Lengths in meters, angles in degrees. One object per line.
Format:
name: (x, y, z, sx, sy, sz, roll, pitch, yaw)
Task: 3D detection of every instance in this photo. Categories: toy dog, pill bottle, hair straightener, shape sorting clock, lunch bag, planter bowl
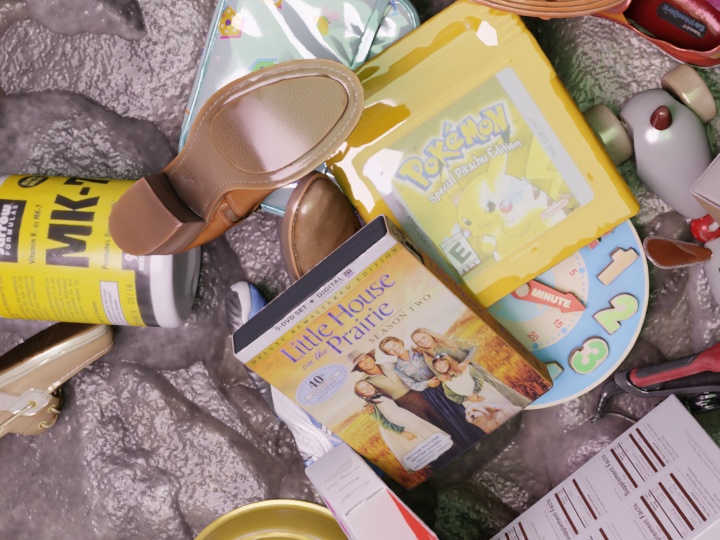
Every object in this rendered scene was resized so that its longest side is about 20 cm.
toy dog: (0.252, -0.064, 0.933, 0.200, 0.096, 0.132, 39, 98, 0)
pill bottle: (-0.233, -0.017, 0.970, 0.200, 0.114, 0.114, 3, 96, 4)
hair straightener: (0.267, 0.095, 0.942, 0.200, 0.041, 0.077, -22, 113, 33)
shape sorting clock: (0.125, 0.012, 0.981, 0.200, 0.039, 0.200, 0, 96, 5)
lunch bag: (-0.042, -0.141, 0.956, 0.160, 0.077, 0.200, 20, 102, 3)
planter bowl: (-0.066, 0.293, 1.004, 0.200, 0.083, 0.201, 1, 96, 5)

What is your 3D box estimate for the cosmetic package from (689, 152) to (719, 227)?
cosmetic package: (0.336, -0.027, 0.892, 0.105, 0.071, 0.200, -48, 122, 0)

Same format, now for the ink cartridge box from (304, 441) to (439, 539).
ink cartridge box: (0.048, 0.239, 0.917, 0.044, 0.174, 0.200, -34, 112, -9)

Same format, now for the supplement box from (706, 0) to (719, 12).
supplement box: (0.277, -0.242, 0.870, 0.200, 0.131, 0.103, 37, 123, -7)

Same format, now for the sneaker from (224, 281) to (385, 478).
sneaker: (-0.039, 0.088, 0.992, 0.077, 0.076, 0.200, -33, 102, 1)

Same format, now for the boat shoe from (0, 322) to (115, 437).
boat shoe: (-0.277, 0.103, 1.014, 0.200, 0.074, 0.066, -30, 105, 9)

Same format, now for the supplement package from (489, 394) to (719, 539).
supplement package: (0.228, 0.244, 0.916, 0.200, 0.147, 0.191, -40, 112, 8)

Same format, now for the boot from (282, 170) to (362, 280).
boot: (0.000, 0.000, 0.916, 0.075, 0.200, 0.074, 20, 64, 29)

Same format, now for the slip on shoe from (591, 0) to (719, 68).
slip on shoe: (0.197, -0.217, 0.940, 0.200, 0.061, 0.074, 31, 99, 4)

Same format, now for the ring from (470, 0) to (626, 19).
ring: (0.116, -0.245, 0.903, 0.200, 0.201, 0.019, 15, 141, 3)

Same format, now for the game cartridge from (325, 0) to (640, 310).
game cartridge: (0.077, -0.080, 0.907, 0.176, 0.032, 0.200, -33, 99, 9)

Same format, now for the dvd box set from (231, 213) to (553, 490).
dvd box set: (0.027, 0.066, 0.908, 0.146, 0.029, 0.200, -38, 123, 15)

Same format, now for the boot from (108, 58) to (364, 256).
boot: (-0.069, -0.081, 0.852, 0.200, 0.155, 0.074, -29, 90, 18)
